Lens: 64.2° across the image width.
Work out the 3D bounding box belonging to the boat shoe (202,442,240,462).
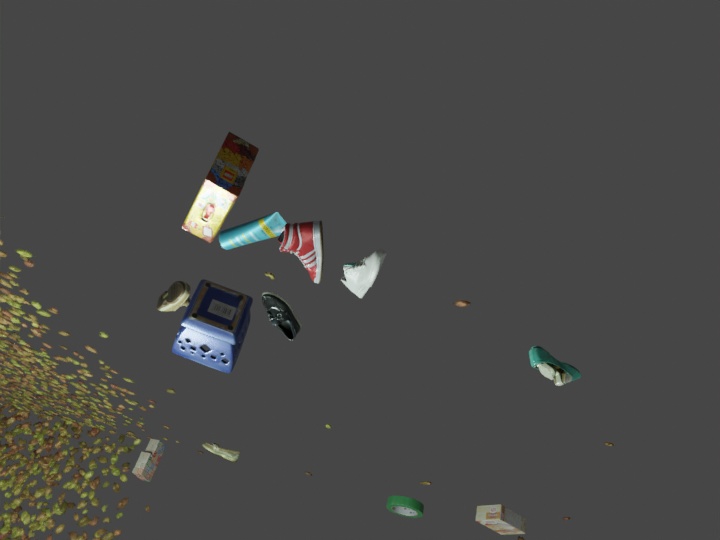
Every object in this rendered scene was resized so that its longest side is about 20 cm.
[{"bbox_3d":[-0.725,0.934,2.986,0.198,0.064,0.073,24,156,-1],"label":"boat shoe"}]

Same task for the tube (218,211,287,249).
[{"bbox_3d":[-0.270,-0.101,1.467,0.197,0.051,0.077,-14,145,25],"label":"tube"}]

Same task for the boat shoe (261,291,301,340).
[{"bbox_3d":[-0.247,0.145,1.757,0.073,0.067,0.201,-2,140,22],"label":"boat shoe"}]

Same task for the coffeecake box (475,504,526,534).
[{"bbox_3d":[0.688,1.221,2.813,0.199,0.074,0.153,35,141,-24],"label":"coffeecake box"}]

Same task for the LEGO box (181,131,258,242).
[{"bbox_3d":[-0.314,-0.182,1.282,0.076,0.151,0.200,27,142,-17],"label":"LEGO box"}]

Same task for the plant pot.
[{"bbox_3d":[-0.439,0.158,1.741,0.197,0.202,0.181,21,138,-8],"label":"plant pot"}]

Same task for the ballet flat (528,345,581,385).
[{"bbox_3d":[0.558,0.291,1.653,0.198,0.071,0.067,31,141,-21],"label":"ballet flat"}]

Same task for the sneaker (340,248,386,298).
[{"bbox_3d":[0.000,0.000,1.481,0.088,0.076,0.201,31,144,-2],"label":"sneaker"}]

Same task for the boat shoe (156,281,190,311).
[{"bbox_3d":[-0.570,0.085,1.808,0.075,0.073,0.199,21,154,-33],"label":"boat shoe"}]

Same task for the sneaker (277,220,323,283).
[{"bbox_3d":[-0.149,-0.046,1.453,0.110,0.072,0.202,0,135,-2],"label":"sneaker"}]

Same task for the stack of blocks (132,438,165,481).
[{"bbox_3d":[-1.152,1.029,3.132,0.057,0.202,0.116,6,143,15],"label":"stack of blocks"}]

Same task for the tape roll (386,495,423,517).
[{"bbox_3d":[0.239,1.259,3.061,0.196,0.049,0.202,10,143,7],"label":"tape roll"}]
